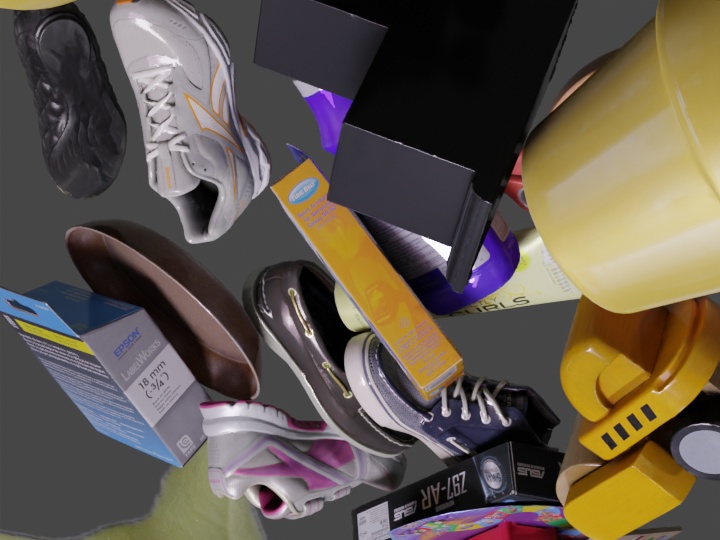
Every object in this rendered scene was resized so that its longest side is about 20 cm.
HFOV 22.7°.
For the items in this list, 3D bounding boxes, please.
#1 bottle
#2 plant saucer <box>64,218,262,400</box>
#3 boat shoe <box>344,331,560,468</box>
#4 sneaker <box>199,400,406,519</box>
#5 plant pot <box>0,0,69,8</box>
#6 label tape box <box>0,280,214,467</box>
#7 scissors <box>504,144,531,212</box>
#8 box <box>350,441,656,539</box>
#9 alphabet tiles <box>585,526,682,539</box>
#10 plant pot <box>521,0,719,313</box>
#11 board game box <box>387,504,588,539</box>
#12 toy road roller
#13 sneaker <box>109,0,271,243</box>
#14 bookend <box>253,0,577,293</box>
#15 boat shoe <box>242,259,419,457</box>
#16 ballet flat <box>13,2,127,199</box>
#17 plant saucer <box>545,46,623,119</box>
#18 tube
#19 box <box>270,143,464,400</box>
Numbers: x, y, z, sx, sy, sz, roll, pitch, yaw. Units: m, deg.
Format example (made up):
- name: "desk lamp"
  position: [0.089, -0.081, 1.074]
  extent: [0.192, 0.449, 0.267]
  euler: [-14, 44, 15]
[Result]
- name: "bottle"
  position: [0.028, -0.065, 1.249]
  extent: [0.083, 0.065, 0.200]
  euler: [-28, 106, 32]
- name: "plant saucer"
  position: [-0.150, 0.025, 1.433]
  extent: [0.200, 0.035, 0.200]
  euler: [35, 160, 15]
- name: "boat shoe"
  position: [0.078, 0.098, 1.402]
  extent: [0.093, 0.075, 0.200]
  euler: [-17, 144, 32]
- name: "sneaker"
  position: [-0.052, 0.167, 1.500]
  extent: [0.199, 0.089, 0.081]
  euler: [15, 167, -30]
- name: "plant pot"
  position: [-0.232, -0.250, 1.100]
  extent: [0.201, 0.201, 0.189]
  euler: [44, 152, -22]
- name: "label tape box"
  position: [-0.219, 0.063, 1.493]
  extent: [0.144, 0.063, 0.200]
  euler: [14, 145, 49]
- name: "scissors"
  position: [0.076, -0.068, 1.277]
  extent: [0.199, 0.014, 0.073]
  euler: [2, 135, 24]
- name: "box"
  position: [0.114, 0.199, 1.470]
  extent: [0.160, 0.044, 0.200]
  euler: [15, 149, -37]
- name: "alphabet tiles"
  position: [0.150, 0.256, 1.465]
  extent: [0.200, 0.008, 0.167]
  euler: [-32, 160, 24]
- name: "plant pot"
  position: [0.206, -0.069, 1.046]
  extent: [0.189, 0.201, 0.201]
  euler: [-30, 116, 35]
- name: "board game box"
  position: [0.111, 0.236, 1.444]
  extent: [0.157, 0.039, 0.200]
  euler: [-8, 157, 8]
- name: "toy road roller"
  position: [0.193, 0.088, 1.303]
  extent: [0.146, 0.123, 0.200]
  euler: [36, 135, -11]
- name: "sneaker"
  position: [-0.127, -0.105, 1.279]
  extent: [0.075, 0.092, 0.200]
  euler: [-4, 132, 29]
- name: "bookend"
  position: [0.011, -0.119, 1.107]
  extent: [0.198, 0.200, 0.092]
  euler: [20, 144, 5]
- name: "boat shoe"
  position: [-0.011, 0.072, 1.428]
  extent: [0.060, 0.072, 0.201]
  euler: [-19, 121, 44]
- name: "ballet flat"
  position: [-0.215, -0.131, 1.341]
  extent: [0.066, 0.057, 0.200]
  euler: [-19, 140, -15]
- name: "plant saucer"
  position: [0.215, -0.062, 1.188]
  extent: [0.200, 0.032, 0.201]
  euler: [11, 134, 11]
- name: "tube"
  position: [0.076, 0.006, 1.334]
  extent: [0.199, 0.052, 0.058]
  euler: [-11, 171, 29]
- name: "box"
  position: [0.000, 0.000, 1.278]
  extent: [0.200, 0.041, 0.119]
  euler: [51, 178, 9]
